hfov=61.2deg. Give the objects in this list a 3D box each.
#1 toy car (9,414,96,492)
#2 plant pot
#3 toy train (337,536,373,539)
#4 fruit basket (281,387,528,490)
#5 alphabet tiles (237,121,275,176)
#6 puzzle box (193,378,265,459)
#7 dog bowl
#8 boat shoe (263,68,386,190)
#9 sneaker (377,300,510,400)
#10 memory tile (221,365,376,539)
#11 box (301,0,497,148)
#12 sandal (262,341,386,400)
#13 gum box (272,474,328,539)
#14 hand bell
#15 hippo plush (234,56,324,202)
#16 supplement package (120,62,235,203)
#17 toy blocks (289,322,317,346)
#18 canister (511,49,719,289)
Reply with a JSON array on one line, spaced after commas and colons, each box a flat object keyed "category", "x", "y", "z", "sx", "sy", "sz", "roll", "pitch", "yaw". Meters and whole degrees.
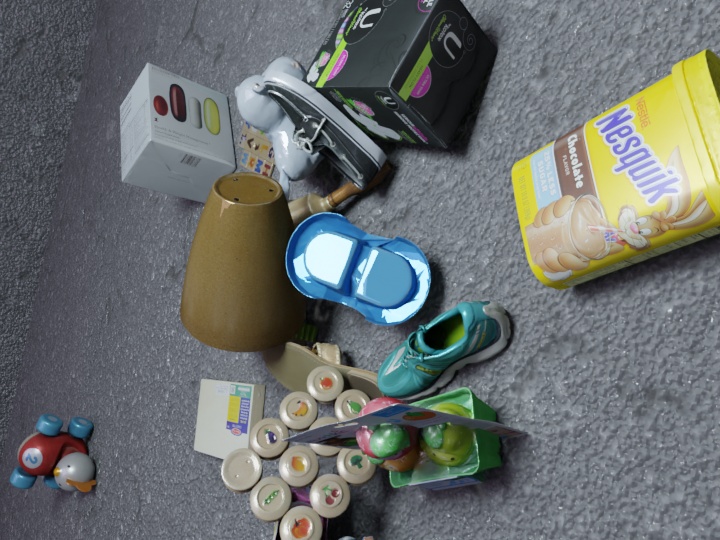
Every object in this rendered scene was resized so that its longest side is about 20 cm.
[{"category": "toy car", "x": -0.763, "y": 0.504, "z": 1.568, "sx": 0.199, "sy": 0.176, "sz": 0.186, "roll": 26, "pitch": 89, "yaw": 37}, {"category": "plant pot", "x": -0.160, "y": -0.024, "z": 0.846, "sx": 0.187, "sy": 0.184, "sz": 0.203, "roll": 49, "pitch": 141, "yaw": 44}, {"category": "toy train", "x": 0.020, "y": 0.403, "z": 0.682, "sx": 0.087, "sy": 0.112, "sz": 0.203, "roll": 105, "pitch": 160, "yaw": -54}, {"category": "fruit basket", "x": 0.047, "y": 0.180, "z": 0.640, "sx": 0.184, "sy": 0.198, "sz": 0.095, "roll": -28, "pitch": 59, "yaw": 41}, {"category": "alphabet tiles", "x": -0.181, "y": -0.269, "z": 1.176, "sx": 0.199, "sy": 0.006, "sz": 0.169, "roll": 33, "pitch": 105, "yaw": 49}, {"category": "puzzle box", "x": -0.238, "y": 0.268, "z": 1.094, "sx": 0.198, "sy": 0.025, "sz": 0.135, "roll": -6, "pitch": 76, "yaw": 49}, {"category": "dog bowl", "x": 0.000, "y": 0.000, "z": 0.792, "sx": 0.197, "sy": 0.050, "sz": 0.113, "roll": 21, "pitch": 88, "yaw": 19}, {"category": "boat shoe", "x": -0.058, "y": -0.186, "z": 0.828, "sx": 0.069, "sy": 0.198, "sz": 0.073, "roll": -55, "pitch": 21, "yaw": -8}, {"category": "sneaker", "x": 0.081, "y": 0.089, "z": 0.716, "sx": 0.200, "sy": 0.079, "sz": 0.078, "roll": -42, "pitch": 51, "yaw": 36}, {"category": "memory tile", "x": -0.057, "y": 0.222, "z": 0.747, "sx": 0.153, "sy": 0.200, "sz": 0.017, "roll": 37, "pitch": 152, "yaw": 19}, {"category": "box", "x": 0.044, "y": -0.261, "z": 0.790, "sx": 0.199, "sy": 0.124, "sz": 0.150, "roll": 22, "pitch": 81, "yaw": 50}, {"category": "sandal", "x": -0.038, "y": 0.140, "z": 0.865, "sx": 0.209, "sy": 0.069, "sz": 0.079, "roll": 14, "pitch": 115, "yaw": 30}, {"category": "gum box", "x": -0.081, "y": 0.356, "z": 0.771, "sx": 0.200, "sy": 0.065, "sz": 0.115, "roll": -88, "pitch": 11, "yaw": -74}, {"category": "hand bell", "x": -0.034, "y": -0.108, "z": 0.919, "sx": 0.198, "sy": 0.104, "sz": 0.106, "roll": -28, "pitch": 60, "yaw": 28}, {"category": "hippo plush", "x": -0.122, "y": -0.223, "z": 0.924, "sx": 0.200, "sy": 0.161, "sz": 0.159, "roll": -47, "pitch": 21, "yaw": -17}, {"category": "supplement package", "x": -0.385, "y": -0.281, "z": 1.279, "sx": 0.147, "sy": 0.189, "sz": 0.203, "roll": -36, "pitch": 56, "yaw": 38}, {"category": "toy blocks", "x": -0.183, "y": 0.090, "z": 0.986, "sx": 0.199, "sy": 0.135, "sz": 0.102, "roll": 10, "pitch": 88, "yaw": 51}, {"category": "canister", "x": 0.245, "y": -0.079, "z": 0.558, "sx": 0.199, "sy": 0.086, "sz": 0.151, "roll": -28, "pitch": 60, "yaw": 45}]
